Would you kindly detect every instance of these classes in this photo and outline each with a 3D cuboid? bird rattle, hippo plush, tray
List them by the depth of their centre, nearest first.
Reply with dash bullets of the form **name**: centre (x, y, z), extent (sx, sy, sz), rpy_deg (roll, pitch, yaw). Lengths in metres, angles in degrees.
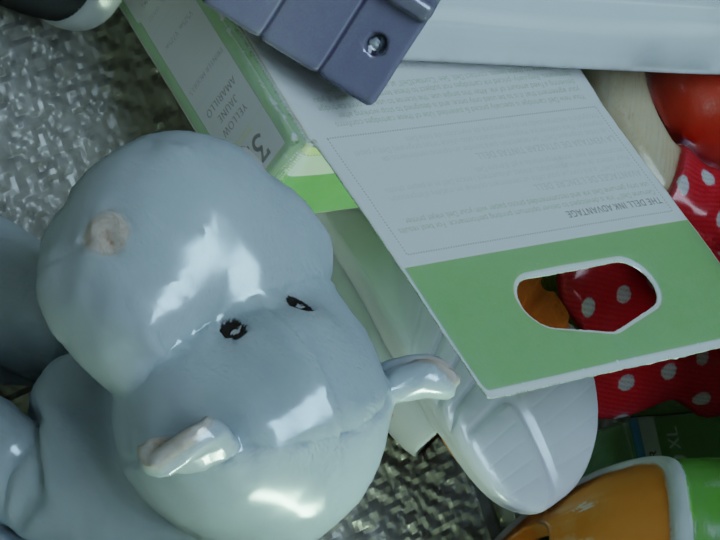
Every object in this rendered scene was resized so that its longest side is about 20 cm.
- **hippo plush**: centre (-0.070, 0.051, 0.797), extent (0.159, 0.161, 0.201), rpy_deg (-18, 79, -28)
- **tray**: centre (0.054, -0.115, 0.957), extent (0.199, 0.022, 0.108), rpy_deg (-1, 51, -39)
- **bird rattle**: centre (0.131, -0.038, 1.030), extent (0.199, 0.113, 0.164), rpy_deg (-24, 80, -34)

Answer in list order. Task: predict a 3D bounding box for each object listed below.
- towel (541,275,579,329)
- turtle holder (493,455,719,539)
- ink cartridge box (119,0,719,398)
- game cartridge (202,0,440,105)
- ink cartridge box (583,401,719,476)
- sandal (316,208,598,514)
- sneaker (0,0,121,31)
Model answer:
- **towel**: centre (0.120, -0.028, 1.073), extent (0.200, 0.018, 0.086), rpy_deg (-30, 101, -37)
- **turtle holder**: centre (0.104, 0.146, 0.962), extent (0.186, 0.131, 0.142), rpy_deg (76, 9, -59)
- **ink cartridge box**: centre (0.025, -0.037, 0.910), extent (0.145, 0.048, 0.201), rpy_deg (-9, 61, -45)
- **game cartridge**: centre (0.002, -0.165, 0.826), extent (0.129, 0.038, 0.200), rpy_deg (30, 105, -13)
- **ink cartridge box**: centre (0.163, 0.090, 1.061), extent (0.199, 0.059, 0.104), rpy_deg (-16, 94, -38)
- **sandal**: centre (0.005, -0.003, 0.959), extent (0.079, 0.059, 0.207), rpy_deg (-24, 77, -46)
- **sneaker**: centre (-0.117, -0.181, 0.875), extent (0.099, 0.071, 0.201), rpy_deg (6, 84, -42)
